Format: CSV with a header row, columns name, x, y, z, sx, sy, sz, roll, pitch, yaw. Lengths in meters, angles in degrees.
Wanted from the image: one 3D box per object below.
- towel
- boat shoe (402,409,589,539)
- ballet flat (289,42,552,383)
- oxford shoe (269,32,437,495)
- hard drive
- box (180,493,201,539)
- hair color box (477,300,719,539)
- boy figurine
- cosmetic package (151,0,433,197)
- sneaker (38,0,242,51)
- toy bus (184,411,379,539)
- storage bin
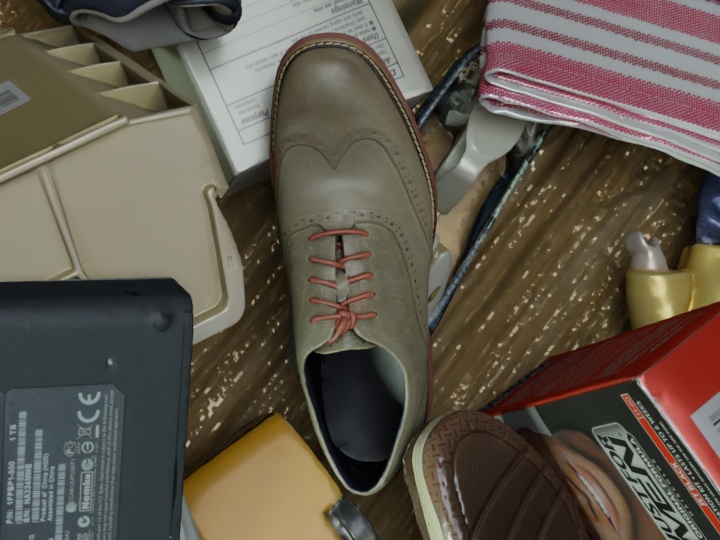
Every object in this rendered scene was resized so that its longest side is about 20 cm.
name,x,y,z,sx,sy,sz,roll,pitch,yaw
towel,0.128,-0.137,0.888,0.146,0.030,0.200,16,54,-12
boat shoe,0.068,0.152,0.837,0.075,0.075,0.203,-40,107,-34
ballet flat,0.031,-0.029,0.868,0.074,0.074,0.200,30,79,-7
oxford shoe,0.000,0.000,0.798,0.070,0.075,0.200,-8,110,8
hard drive,-0.161,0.074,0.644,0.200,0.033,0.140,-1,107,-23
box,-0.136,0.142,0.761,0.156,0.041,0.200,-29,133,-16
hair color box,0.126,0.080,0.804,0.061,0.200,0.102,-36,91,-18
boy figurine,0.180,0.019,0.896,0.124,0.064,0.200,21,76,-11
cosmetic package,-0.058,-0.147,0.861,0.103,0.073,0.200,-23,89,-12
sneaker,-0.063,-0.181,0.780,0.202,0.077,0.146,-34,79,-2
toy bus,-0.007,0.162,0.831,0.065,0.078,0.200,-36,91,-14
storage bin,-0.167,-0.011,0.747,0.198,0.200,0.094,-26,114,-13
